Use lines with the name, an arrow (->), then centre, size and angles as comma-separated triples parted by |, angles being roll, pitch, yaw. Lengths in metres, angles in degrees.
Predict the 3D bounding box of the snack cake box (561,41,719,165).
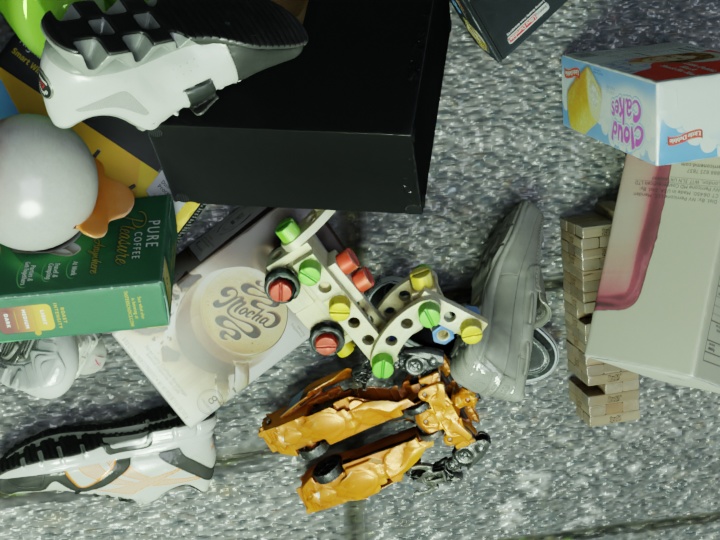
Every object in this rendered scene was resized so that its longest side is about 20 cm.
snack cake box -> 0.258, -0.145, 1.038 | 0.113, 0.200, 0.068 | -7, 107, -10

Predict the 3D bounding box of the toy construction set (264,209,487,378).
toy construction set -> 0.000, 0.000, 0.991 | 0.130, 0.092, 0.201 | -30, 103, 18

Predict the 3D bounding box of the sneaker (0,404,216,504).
sneaker -> -0.219, 0.175, 1.081 | 0.197, 0.074, 0.081 | -9, 108, -10

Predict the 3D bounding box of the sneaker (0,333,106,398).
sneaker -> -0.240, 0.055, 0.985 | 0.099, 0.200, 0.078 | 33, 93, -28

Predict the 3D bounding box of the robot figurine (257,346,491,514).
robot figurine -> 0.017, 0.138, 1.098 | 0.198, 0.058, 0.146 | -23, 110, 18

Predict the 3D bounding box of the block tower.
block tower -> 0.225, 0.040, 1.157 | 0.057, 0.054, 0.203 | -7, 105, -11

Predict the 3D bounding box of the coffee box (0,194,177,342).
coffee box -> -0.235, 0.001, 0.904 | 0.197, 0.124, 0.044 | -7, 124, -3

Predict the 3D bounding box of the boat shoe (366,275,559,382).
boat shoe -> 0.100, 0.060, 1.125 | 0.197, 0.068, 0.074 | 25, 98, -17

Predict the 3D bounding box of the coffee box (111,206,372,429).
coffee box -> -0.104, 0.023, 1.063 | 0.199, 0.080, 0.113 | -38, 109, -1

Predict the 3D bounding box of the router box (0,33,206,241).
router box -> -0.232, -0.076, 0.990 | 0.199, 0.051, 0.150 | 38, 90, -1

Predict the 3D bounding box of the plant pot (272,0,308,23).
plant pot -> -0.083, -0.257, 0.978 | 0.199, 0.027, 0.203 | -26, 126, -40

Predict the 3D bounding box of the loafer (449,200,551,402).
loafer -> 0.133, 0.026, 1.078 | 0.069, 0.070, 0.202 | 27, 56, -9

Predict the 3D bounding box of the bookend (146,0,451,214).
bookend -> -0.039, -0.153, 0.949 | 0.197, 0.201, 0.093 | 3, 146, 10

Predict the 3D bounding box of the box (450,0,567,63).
box -> 0.147, -0.296, 1.020 | 0.200, 0.046, 0.159 | -42, 137, 0

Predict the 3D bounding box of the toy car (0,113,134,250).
toy car -> -0.257, -0.082, 0.872 | 0.198, 0.178, 0.185 | 15, 129, -29

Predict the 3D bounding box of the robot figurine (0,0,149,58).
robot figurine -> -0.222, -0.227, 0.919 | 0.175, 0.200, 0.116 | -36, 138, -5

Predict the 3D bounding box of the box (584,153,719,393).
box -> 0.289, -0.003, 1.083 | 0.127, 0.108, 0.203 | 19, 83, -50

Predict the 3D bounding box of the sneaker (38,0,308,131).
sneaker -> -0.132, -0.144, 0.862 | 0.198, 0.074, 0.089 | -12, 141, -30
